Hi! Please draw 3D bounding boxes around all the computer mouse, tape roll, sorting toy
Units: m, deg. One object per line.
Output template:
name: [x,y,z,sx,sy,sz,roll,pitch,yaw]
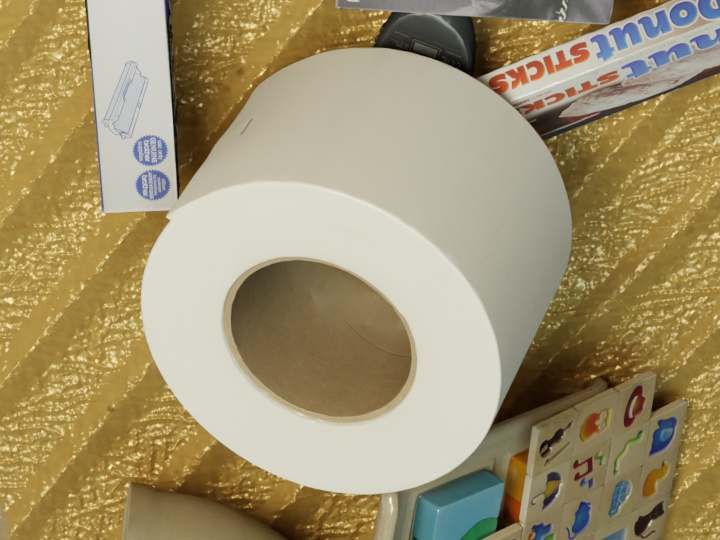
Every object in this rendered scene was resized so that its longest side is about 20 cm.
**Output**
computer mouse: [0.016,-0.072,1.659,0.059,0.034,0.200,23,124,-1]
tape roll: [0.000,0.000,1.596,0.202,0.139,0.203,12,128,16]
sorting toy: [0.071,0.170,1.724,0.200,0.036,0.185,-23,132,-43]

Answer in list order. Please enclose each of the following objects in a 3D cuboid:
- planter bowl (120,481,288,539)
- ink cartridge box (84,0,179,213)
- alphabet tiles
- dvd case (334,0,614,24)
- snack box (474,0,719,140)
planter bowl: [-0.078,0.228,1.722,0.135,0.200,0.200,6,120,-6]
ink cartridge box: [-0.121,-0.140,1.569,0.044,0.094,0.200,-3,121,-2]
alphabet tiles: [0.124,0.157,1.746,0.167,0.008,0.200,-22,131,-37]
dvd case: [0.071,-0.219,1.529,0.148,0.016,0.200,3,124,-7]
snack box: [0.160,-0.118,1.620,0.200,0.024,0.072,-21,159,8]
